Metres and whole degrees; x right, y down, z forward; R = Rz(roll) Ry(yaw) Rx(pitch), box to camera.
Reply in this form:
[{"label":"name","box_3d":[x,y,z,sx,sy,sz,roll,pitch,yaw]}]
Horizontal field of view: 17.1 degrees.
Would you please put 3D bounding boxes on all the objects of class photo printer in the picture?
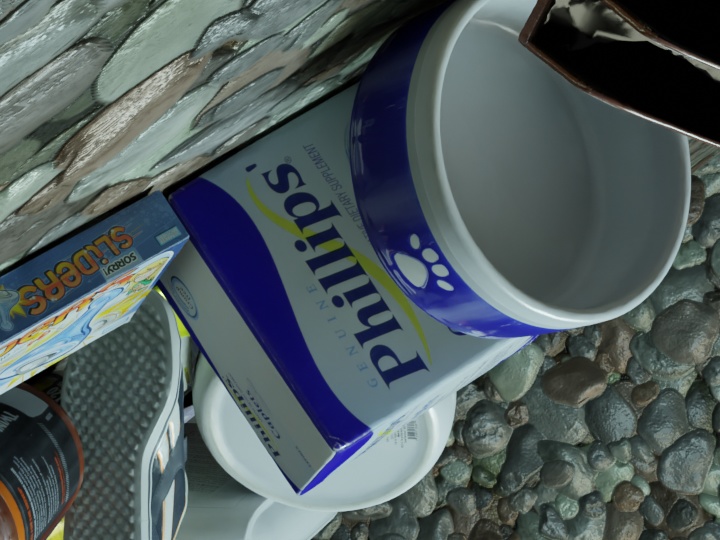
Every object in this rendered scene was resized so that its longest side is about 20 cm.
[{"label":"photo printer","box_3d":[-0.118,0.174,1.747,0.165,0.070,0.200,4,-165,20]}]

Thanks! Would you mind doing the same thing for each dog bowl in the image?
[{"label":"dog bowl","box_3d":[0.092,-0.063,1.364,0.200,0.201,0.079,-29,-171,-38]}]

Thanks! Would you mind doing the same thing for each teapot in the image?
[{"label":"teapot","box_3d":[-0.022,0.057,1.668,0.200,0.197,0.147,-37,-152,33]}]

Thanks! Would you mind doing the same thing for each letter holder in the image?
[{"label":"letter holder","box_3d":[0.214,-0.113,1.309,0.199,0.142,0.101,17,109,-34]}]

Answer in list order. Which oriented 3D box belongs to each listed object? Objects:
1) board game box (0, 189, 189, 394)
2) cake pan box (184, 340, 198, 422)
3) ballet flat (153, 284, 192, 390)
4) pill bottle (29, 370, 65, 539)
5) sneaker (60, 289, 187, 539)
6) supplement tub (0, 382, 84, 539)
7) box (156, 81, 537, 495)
[{"label":"board game box","box_3d":[-0.201,0.036,1.355,0.199,0.035,0.135,-31,172,-28]},{"label":"cake pan box","box_3d":[-0.169,0.101,1.863,0.200,0.052,0.184,-38,174,23]},{"label":"ballet flat","box_3d":[-0.148,0.065,1.646,0.067,0.067,0.200,-22,167,-29]},{"label":"pill bottle","box_3d":[-0.253,0.160,1.607,0.199,0.112,0.112,-32,172,-26]},{"label":"sneaker","box_3d":[-0.152,0.110,1.551,0.078,0.202,0.079,8,180,14]},{"label":"supplement tub","box_3d":[-0.239,0.143,1.424,0.107,0.107,0.200,-37,-173,17]},{"label":"box","box_3d":[0.000,0.000,1.447,0.199,0.184,0.105,-32,174,-23]}]
